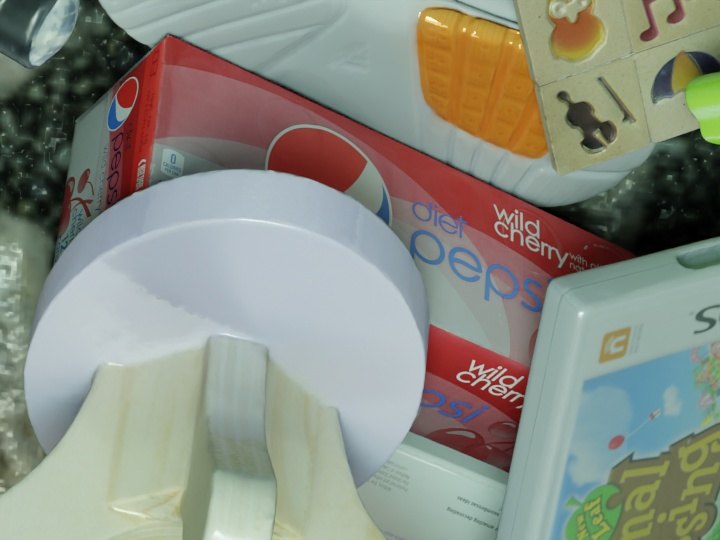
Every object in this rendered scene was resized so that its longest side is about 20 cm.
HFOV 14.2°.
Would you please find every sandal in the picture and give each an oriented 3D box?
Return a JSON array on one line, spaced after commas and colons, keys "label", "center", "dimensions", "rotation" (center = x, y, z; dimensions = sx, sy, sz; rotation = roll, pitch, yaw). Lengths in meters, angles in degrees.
[{"label": "sandal", "center": [0.011, -0.086, 0.952], "dimensions": [0.206, 0.059, 0.079], "rotation": [22, 141, -24]}]

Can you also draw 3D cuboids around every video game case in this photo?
[{"label": "video game case", "center": [0.125, 0.071, 0.994], "dimensions": [0.182, 0.022, 0.201], "rotation": [-14, 130, -30]}]

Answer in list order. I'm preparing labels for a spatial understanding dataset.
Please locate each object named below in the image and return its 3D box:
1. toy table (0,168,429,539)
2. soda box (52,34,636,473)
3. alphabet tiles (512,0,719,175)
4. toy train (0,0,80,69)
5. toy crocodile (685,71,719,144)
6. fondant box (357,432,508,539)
[{"label": "toy table", "center": [-0.050, 0.071, 0.910], "dimensions": [0.183, 0.117, 0.200], "rotation": [5, 148, 2]}, {"label": "soda box", "center": [0.000, 0.000, 0.965], "dimensions": [0.200, 0.070, 0.063], "rotation": [23, 142, -26]}, {"label": "alphabet tiles", "center": [0.145, -0.106, 0.928], "dimensions": [0.199, 0.008, 0.168], "rotation": [-19, 118, -7]}, {"label": "toy train", "center": [-0.165, -0.145, 0.908], "dimensions": [0.200, 0.085, 0.114], "rotation": [32, 117, 13]}, {"label": "toy crocodile", "center": [0.198, -0.046, 0.931], "dimensions": [0.199, 0.067, 0.062], "rotation": [8, 83, -20]}, {"label": "fondant box", "center": [-0.011, 0.130, 1.085], "dimensions": [0.144, 0.058, 0.200], "rotation": [23, 118, -8]}]
